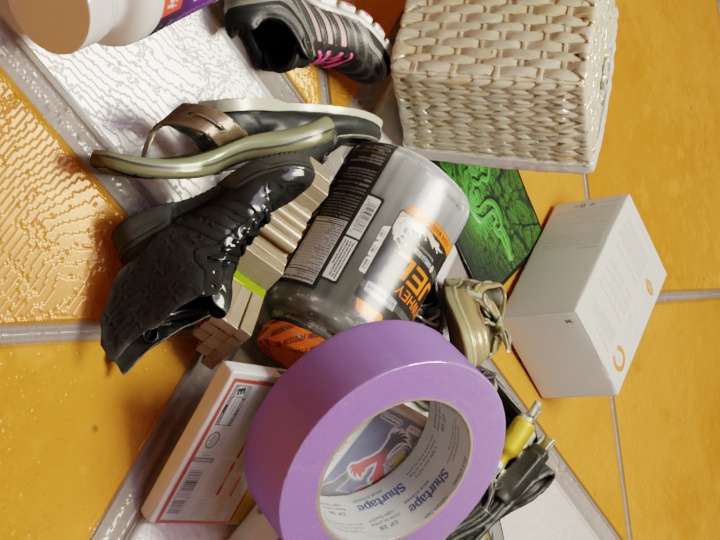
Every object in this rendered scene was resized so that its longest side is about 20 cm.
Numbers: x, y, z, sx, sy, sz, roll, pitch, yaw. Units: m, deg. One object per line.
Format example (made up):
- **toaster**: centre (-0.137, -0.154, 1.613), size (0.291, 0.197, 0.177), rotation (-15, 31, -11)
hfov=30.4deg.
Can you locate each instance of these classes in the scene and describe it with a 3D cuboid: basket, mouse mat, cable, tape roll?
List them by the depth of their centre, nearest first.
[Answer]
- **tape roll**: centre (0.013, 0.140, 1.032), size (0.200, 0.066, 0.200), rotation (-16, 125, -24)
- **cable**: centre (0.123, 0.220, 1.280), size (0.200, 0.050, 0.097), rotation (-43, 141, -19)
- **basket**: centre (0.140, -0.220, 1.286), size (0.161, 0.200, 0.199), rotation (66, 34, -62)
- **mouse mat**: centre (0.133, -0.085, 1.433), size (0.161, 0.008, 0.200), rotation (-42, 114, -46)

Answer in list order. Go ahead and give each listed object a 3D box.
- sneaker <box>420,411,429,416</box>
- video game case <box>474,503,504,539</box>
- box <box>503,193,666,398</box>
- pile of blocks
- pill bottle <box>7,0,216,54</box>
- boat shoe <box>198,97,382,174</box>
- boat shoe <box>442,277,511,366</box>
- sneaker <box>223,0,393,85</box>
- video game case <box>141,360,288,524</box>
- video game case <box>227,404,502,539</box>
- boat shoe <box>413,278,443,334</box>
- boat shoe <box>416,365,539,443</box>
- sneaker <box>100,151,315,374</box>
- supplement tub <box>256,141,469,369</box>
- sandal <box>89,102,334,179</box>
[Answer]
- **sneaker**: centre (0.048, 0.176, 1.223), size (0.200, 0.078, 0.091), rotation (5, 76, -41)
- **video game case**: centre (0.086, 0.300, 1.280), size (0.181, 0.025, 0.200), rotation (-16, 95, -50)
- **box**: centre (0.251, 0.028, 1.478), size (0.125, 0.097, 0.200), rotation (59, 43, -28)
- **pile of blocks**: centre (-0.096, -0.019, 1.092), size (0.062, 0.082, 0.200), rotation (37, 62, -17)
- **pill bottle**: centre (-0.172, -0.237, 1.015), size (0.200, 0.111, 0.112), rotation (-42, 114, -46)
- **boat shoe**: centre (-0.059, -0.114, 1.162), size (0.200, 0.072, 0.068), rotation (-4, 91, -46)
- **boat shoe**: centre (0.113, 0.042, 1.264), size (0.200, 0.063, 0.073), rotation (-82, 164, -75)
- **sneaker**: centre (-0.051, -0.205, 1.189), size (0.200, 0.074, 0.088), rotation (30, 64, -41)
- **video game case**: centre (-0.065, 0.145, 1.065), size (0.200, 0.017, 0.143), rotation (14, 112, -47)
- **video game case**: centre (0.007, 0.199, 1.123), size (0.200, 0.023, 0.182), rotation (32, 98, -42)
- **boat shoe**: centre (0.042, 0.009, 1.236), size (0.067, 0.057, 0.200), rotation (-4, 74, -38)
- **boat shoe**: centre (0.108, 0.121, 1.312), size (0.200, 0.065, 0.072), rotation (47, 53, -32)
- **sneaker**: centre (-0.113, -0.008, 1.015), size (0.060, 0.199, 0.104), rotation (77, -11, -68)
- **supplement tub**: centre (0.000, 0.000, 1.143), size (0.123, 0.122, 0.200), rotation (42, 69, -37)
- **sandal**: centre (-0.118, -0.106, 1.042), size (0.201, 0.080, 0.057), rotation (-14, 100, -25)
